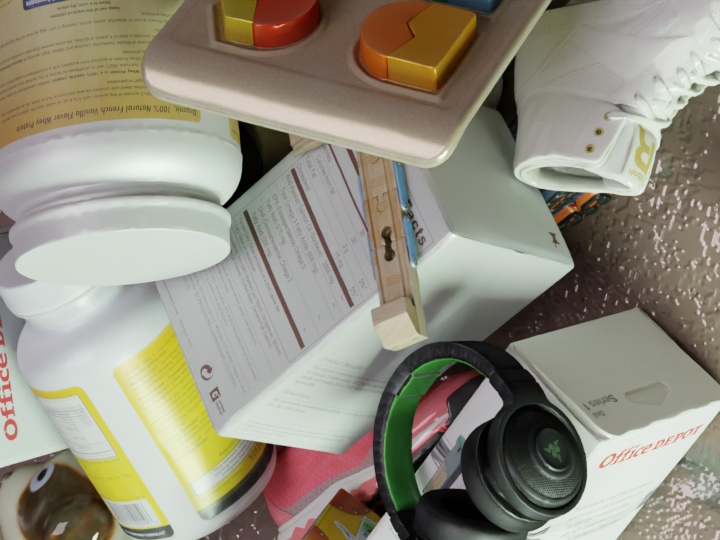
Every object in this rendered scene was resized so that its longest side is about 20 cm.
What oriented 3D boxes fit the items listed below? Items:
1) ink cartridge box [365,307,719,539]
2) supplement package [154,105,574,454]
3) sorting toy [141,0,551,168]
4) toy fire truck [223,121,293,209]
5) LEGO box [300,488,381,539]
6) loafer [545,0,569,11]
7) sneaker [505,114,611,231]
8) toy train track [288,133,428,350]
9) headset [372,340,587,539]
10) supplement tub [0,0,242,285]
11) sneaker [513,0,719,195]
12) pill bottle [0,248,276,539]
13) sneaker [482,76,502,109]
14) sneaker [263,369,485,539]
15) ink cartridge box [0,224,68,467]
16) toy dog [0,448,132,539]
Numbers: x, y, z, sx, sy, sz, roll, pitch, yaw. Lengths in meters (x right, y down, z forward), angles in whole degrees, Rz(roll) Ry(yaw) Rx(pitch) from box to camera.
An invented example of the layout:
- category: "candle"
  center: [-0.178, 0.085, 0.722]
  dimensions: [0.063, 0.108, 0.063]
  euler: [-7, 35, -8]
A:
- category: "ink cartridge box"
  center: [0.101, 0.125, 1.607]
  dimensions: [0.084, 0.146, 0.200]
  euler: [47, 121, 21]
- category: "supplement package"
  center: [0.000, 0.000, 1.587]
  dimensions: [0.200, 0.117, 0.117]
  euler: [-40, 58, 27]
- category: "sorting toy"
  center: [0.002, -0.150, 1.500]
  dimensions: [0.185, 0.200, 0.037]
  euler: [15, 139, 20]
- category: "toy fire truck"
  center: [-0.112, -0.098, 1.714]
  dimensions: [0.200, 0.128, 0.176]
  euler: [58, 153, 22]
- category: "LEGO box"
  center: [0.018, 0.256, 1.693]
  dimensions: [0.200, 0.077, 0.149]
  euler: [37, 122, 1]
- category: "loafer"
  center: [0.112, -0.182, 1.593]
  dimensions: [0.200, 0.076, 0.068]
  euler: [-7, 100, 40]
- category: "sneaker"
  center: [0.073, -0.038, 1.655]
  dimensions: [0.200, 0.075, 0.079]
  euler: [-37, 67, 27]
- category: "toy train track"
  center: [0.003, -0.056, 1.496]
  dimensions: [0.115, 0.033, 0.200]
  euler: [-23, 66, 32]
- category: "headset"
  center: [0.084, 0.127, 1.500]
  dimensions: [0.124, 0.094, 0.200]
  euler: [-56, 51, 33]
- category: "supplement tub"
  center: [-0.142, -0.102, 1.561]
  dimensions: [0.144, 0.144, 0.200]
  euler: [-17, 72, 38]
- category: "sneaker"
  center: [0.172, -0.098, 1.529]
  dimensions: [0.200, 0.074, 0.116]
  euler: [-13, 61, 36]
- category: "pill bottle"
  center: [-0.143, 0.065, 1.710]
  dimensions: [0.112, 0.112, 0.200]
  euler: [-9, 121, 37]
- category: "sneaker"
  center: [-0.009, -0.137, 1.682]
  dimensions: [0.200, 0.082, 0.074]
  euler: [27, 114, 30]
- category: "sneaker"
  center: [0.001, 0.104, 1.725]
  dimensions: [0.200, 0.074, 0.087]
  euler: [-39, 73, 35]
- category: "ink cartridge box"
  center: [-0.209, 0.040, 1.790]
  dimensions: [0.083, 0.200, 0.146]
  euler: [-5, 95, 37]
- category: "toy dog"
  center: [-0.187, 0.212, 1.827]
  dimensions: [0.194, 0.140, 0.200]
  euler: [11, 118, 24]
